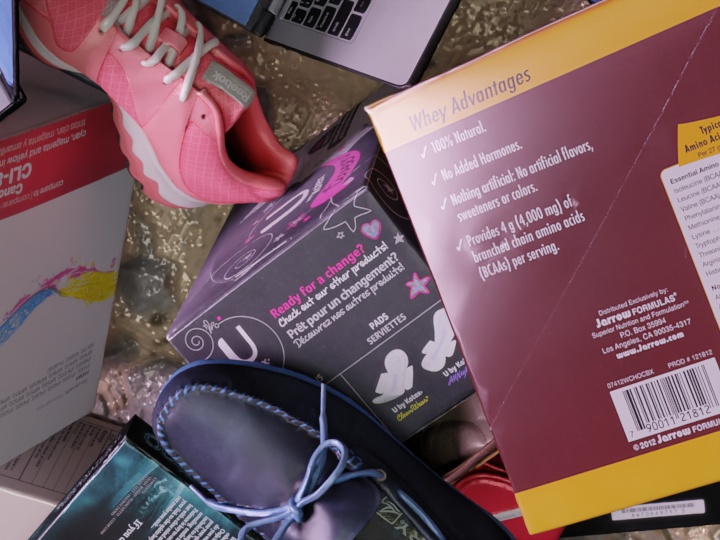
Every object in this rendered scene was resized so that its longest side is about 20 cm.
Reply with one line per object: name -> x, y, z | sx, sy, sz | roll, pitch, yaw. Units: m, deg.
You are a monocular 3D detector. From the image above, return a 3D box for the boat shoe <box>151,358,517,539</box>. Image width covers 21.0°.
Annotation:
boat shoe -> -0.004, 0.105, 0.880 | 0.199, 0.069, 0.085 | 26, 113, -6

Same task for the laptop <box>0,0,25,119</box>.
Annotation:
laptop -> -0.238, -0.143, 0.859 | 0.199, 0.116, 0.188 | -36, 73, 14

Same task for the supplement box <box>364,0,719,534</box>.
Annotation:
supplement box -> 0.143, -0.021, 0.848 | 0.196, 0.132, 0.202 | -21, 90, 32

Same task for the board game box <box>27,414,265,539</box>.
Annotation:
board game box -> -0.129, 0.190, 1.057 | 0.135, 0.028, 0.200 | 38, 113, -10

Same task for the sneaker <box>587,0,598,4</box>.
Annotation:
sneaker -> 0.144, -0.166, 0.970 | 0.089, 0.078, 0.201 | -27, 105, 19

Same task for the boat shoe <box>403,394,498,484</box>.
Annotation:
boat shoe -> 0.026, 0.091, 1.061 | 0.199, 0.072, 0.073 | -19, 89, 34

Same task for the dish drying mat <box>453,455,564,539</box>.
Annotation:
dish drying mat -> 0.053, 0.193, 1.138 | 0.076, 0.018, 0.201 | 23, 119, -3

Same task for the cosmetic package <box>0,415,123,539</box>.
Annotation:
cosmetic package -> -0.194, 0.128, 1.111 | 0.198, 0.105, 0.072 | 18, 115, 1

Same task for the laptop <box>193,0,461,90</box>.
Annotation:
laptop -> -0.025, -0.210, 0.922 | 0.115, 0.199, 0.189 | 28, 89, -39

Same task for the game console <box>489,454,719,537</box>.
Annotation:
game console -> 0.158, 0.065, 1.085 | 0.198, 0.031, 0.178 | -6, 116, 10

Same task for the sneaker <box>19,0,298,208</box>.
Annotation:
sneaker -> -0.090, -0.102, 0.919 | 0.086, 0.074, 0.200 | 11, 150, 36

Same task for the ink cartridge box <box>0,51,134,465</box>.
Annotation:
ink cartridge box -> -0.220, -0.013, 1.018 | 0.144, 0.144, 0.202 | 22, 115, 21

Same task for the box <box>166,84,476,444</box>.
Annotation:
box -> 0.000, 0.000, 0.984 | 0.132, 0.200, 0.115 | -37, 104, 18

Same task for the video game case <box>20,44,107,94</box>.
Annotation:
video game case -> -0.139, -0.207, 0.977 | 0.142, 0.019, 0.202 | 26, 88, -3
